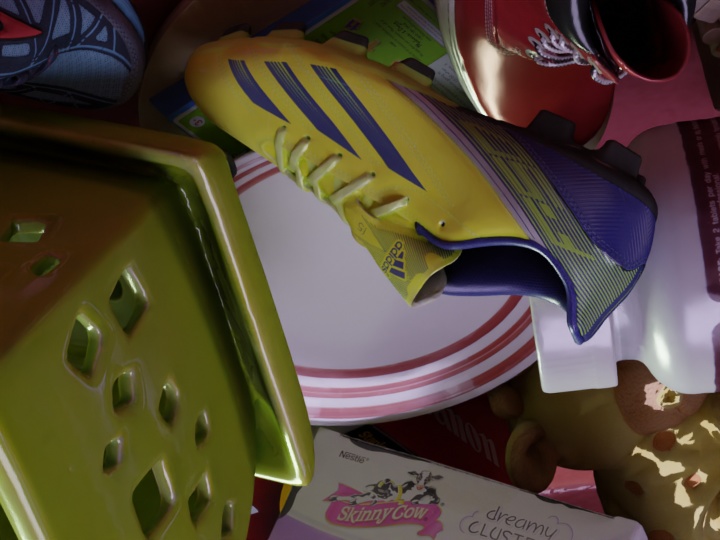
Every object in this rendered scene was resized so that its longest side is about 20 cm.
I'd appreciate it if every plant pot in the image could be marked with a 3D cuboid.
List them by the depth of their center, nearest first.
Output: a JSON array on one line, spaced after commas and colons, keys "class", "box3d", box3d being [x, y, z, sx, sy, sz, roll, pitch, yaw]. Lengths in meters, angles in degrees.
[{"class": "plant pot", "box3d": [-0.139, 0.045, 1.026, 0.199, 0.182, 0.200, 11, 135, 34]}]

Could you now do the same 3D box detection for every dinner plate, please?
[{"class": "dinner plate", "box3d": [0.000, 0.000, 1.124, 0.199, 0.024, 0.201, -4, 139, -3]}]

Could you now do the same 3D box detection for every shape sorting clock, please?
[{"class": "shape sorting clock", "box3d": [0.007, -0.072, 1.090, 0.199, 0.039, 0.201, -5, 139, -5]}]

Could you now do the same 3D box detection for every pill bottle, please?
[{"class": "pill bottle", "box3d": [0.165, -0.010, 1.042, 0.199, 0.110, 0.110, -8, 149, 4]}]

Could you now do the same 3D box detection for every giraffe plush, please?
[{"class": "giraffe plush", "box3d": [0.137, 0.057, 1.241, 0.200, 0.173, 0.162, -42, 128, 14]}]

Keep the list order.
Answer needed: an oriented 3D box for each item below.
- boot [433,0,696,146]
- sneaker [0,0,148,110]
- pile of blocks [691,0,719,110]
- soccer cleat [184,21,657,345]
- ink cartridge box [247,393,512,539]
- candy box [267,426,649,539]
[{"class": "boot", "box3d": [0.080, -0.086, 0.960, 0.072, 0.145, 0.200, -18, 139, -8]}, {"class": "sneaker", "box3d": [-0.164, -0.082, 0.966, 0.199, 0.096, 0.079, 16, 140, -37]}, {"class": "pile of blocks", "box3d": [0.159, -0.120, 1.042, 0.082, 0.062, 0.200, -20, 148, 14]}, {"class": "soccer cleat", "box3d": [0.014, -0.034, 0.990, 0.199, 0.084, 0.065, 21, 170, 17]}, {"class": "ink cartridge box", "box3d": [0.010, 0.092, 1.316, 0.175, 0.084, 0.200, -25, 146, 21]}, {"class": "candy box", "box3d": [0.068, 0.165, 1.227, 0.167, 0.072, 0.200, 15, 158, 28]}]
